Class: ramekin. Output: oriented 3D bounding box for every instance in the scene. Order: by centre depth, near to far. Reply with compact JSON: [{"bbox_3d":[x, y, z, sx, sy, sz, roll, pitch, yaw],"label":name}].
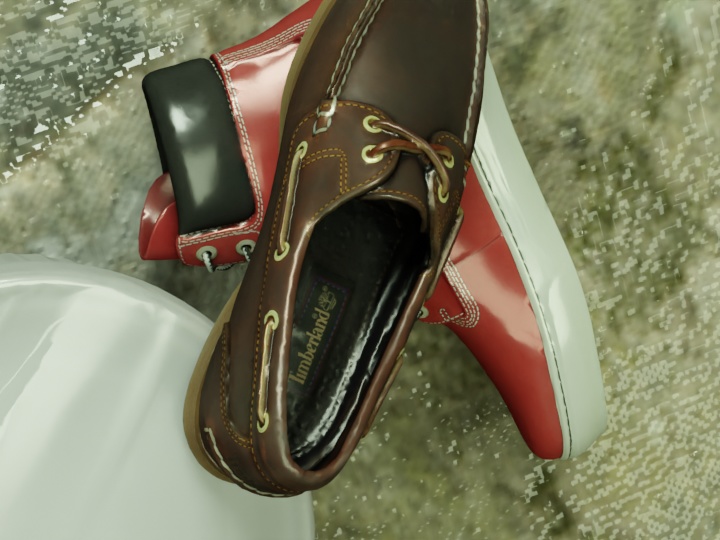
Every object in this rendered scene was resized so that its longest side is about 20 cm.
[{"bbox_3d":[-0.123,0.086,0.893,0.201,0.094,0.204,-5,107,-16],"label":"ramekin"}]

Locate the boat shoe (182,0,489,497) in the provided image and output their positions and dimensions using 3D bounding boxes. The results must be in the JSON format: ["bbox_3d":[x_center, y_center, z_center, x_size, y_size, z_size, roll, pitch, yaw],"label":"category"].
[{"bbox_3d":[0.003,-0.019,0.837,0.070,0.070,0.201,21,79,-22],"label":"boat shoe"}]

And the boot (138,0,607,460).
[{"bbox_3d":[0.000,0.000,0.922,0.144,0.072,0.201,-26,103,-8],"label":"boot"}]
